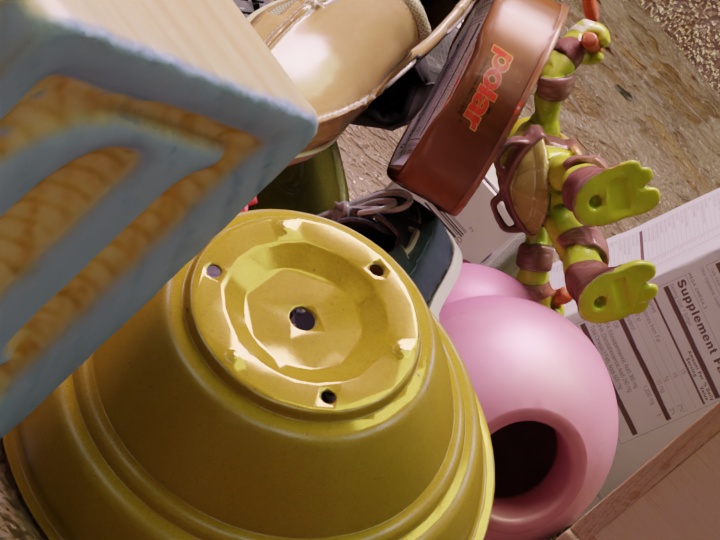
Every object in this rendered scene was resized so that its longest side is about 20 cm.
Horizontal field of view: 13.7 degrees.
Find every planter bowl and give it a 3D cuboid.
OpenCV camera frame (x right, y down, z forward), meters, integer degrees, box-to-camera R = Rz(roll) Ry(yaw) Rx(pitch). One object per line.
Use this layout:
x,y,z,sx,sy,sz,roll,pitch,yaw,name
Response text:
-0.031,0.039,1.132,0.199,0.084,0.201,10,50,-13,planter bowl

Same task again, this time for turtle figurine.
0.099,-0.052,1.489,0.064,0.201,0.161,4,20,-17,turtle figurine

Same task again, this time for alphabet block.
-0.169,-0.076,1.034,0.200,0.195,0.196,52,14,22,alphabet block

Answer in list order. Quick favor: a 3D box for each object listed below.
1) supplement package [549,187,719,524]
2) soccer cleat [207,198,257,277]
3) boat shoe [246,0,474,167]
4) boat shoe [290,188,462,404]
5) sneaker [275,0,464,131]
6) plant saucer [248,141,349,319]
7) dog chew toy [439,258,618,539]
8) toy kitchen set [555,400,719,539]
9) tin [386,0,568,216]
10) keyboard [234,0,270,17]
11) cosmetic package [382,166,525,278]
0.163,0.041,1.607,0.110,0.199,0.114,63,12,-14,supplement package
-0.088,-0.023,1.306,0.200,0.076,0.067,39,42,-81,soccer cleat
-0.002,-0.112,1.418,0.072,0.076,0.200,56,35,-9,boat shoe
0.000,0.000,1.418,0.062,0.075,0.200,60,20,-19,boat shoe
0.017,-0.104,1.575,0.200,0.066,0.091,34,35,-52,sneaker
-0.053,-0.061,1.487,0.200,0.031,0.201,49,31,-44,plant saucer
0.050,0.053,1.476,0.124,0.125,0.200,39,9,-27,dog chew toy
0.181,0.161,1.429,0.163,0.180,0.200,50,19,6,toy kitchen set
0.053,-0.083,1.438,0.042,0.113,0.200,24,1,-4,tin
-0.106,-0.097,1.379,0.199,0.021,0.128,2,61,-41,keyboard
0.061,-0.025,1.724,0.073,0.103,0.200,48,14,6,cosmetic package
